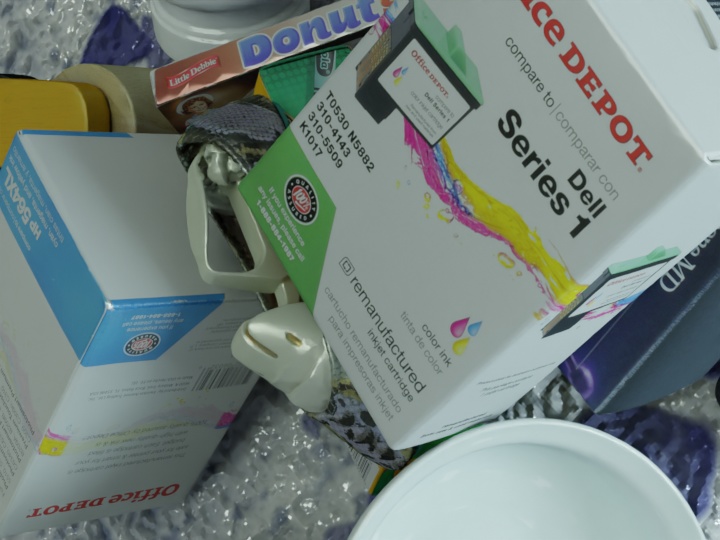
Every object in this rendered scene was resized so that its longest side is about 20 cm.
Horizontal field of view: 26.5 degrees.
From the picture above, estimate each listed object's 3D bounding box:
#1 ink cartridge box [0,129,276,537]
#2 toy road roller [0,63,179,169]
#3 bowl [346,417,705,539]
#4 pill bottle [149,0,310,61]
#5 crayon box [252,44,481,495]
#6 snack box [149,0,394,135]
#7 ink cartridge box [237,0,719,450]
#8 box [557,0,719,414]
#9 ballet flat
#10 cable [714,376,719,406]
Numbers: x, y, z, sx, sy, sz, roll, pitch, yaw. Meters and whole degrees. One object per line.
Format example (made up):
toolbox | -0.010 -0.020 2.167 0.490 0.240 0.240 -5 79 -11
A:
ink cartridge box | -0.144 0.041 0.831 0.126 0.127 0.201 56 129 30
toy road roller | -0.193 -0.046 0.915 0.198 0.122 0.148 2 96 27
bowl | 0.064 0.165 0.732 0.198 0.090 0.204 -1 94 -17
pill bottle | -0.079 -0.215 0.833 0.114 0.202 0.117 -2 45 2
crayon box | 0.000 0.000 0.800 0.058 0.119 0.202 -17 66 -22
snack box | -0.011 -0.118 0.832 0.198 0.072 0.025 -19 70 7
ink cartridge box | 0.059 -0.043 0.642 0.200 0.083 0.146 -46 67 35
box | 0.116 -0.061 0.715 0.201 0.104 0.149 51 127 24
ballet flat | -0.039 0.010 0.733 0.072 0.072 0.202 -31 72 18
cable | 0.258 0.026 0.706 0.198 0.051 0.166 -13 74 25
